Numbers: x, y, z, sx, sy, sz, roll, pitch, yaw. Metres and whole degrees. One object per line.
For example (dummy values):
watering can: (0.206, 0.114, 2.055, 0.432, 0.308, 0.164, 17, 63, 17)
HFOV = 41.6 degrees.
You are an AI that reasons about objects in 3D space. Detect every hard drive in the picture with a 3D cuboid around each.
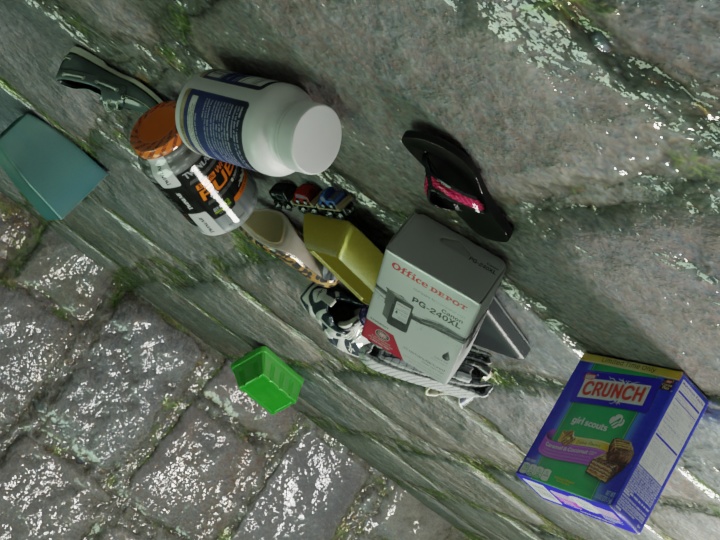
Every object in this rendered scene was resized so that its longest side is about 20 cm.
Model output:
hard drive: (0.154, 0.055, 1.397, 0.139, 0.033, 0.200, 17, 156, 44)

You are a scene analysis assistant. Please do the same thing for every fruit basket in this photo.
fruit basket: (-0.283, 0.300, 2.795, 0.216, 0.155, 0.216, 50, -159, -27)

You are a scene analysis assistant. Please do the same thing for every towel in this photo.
towel: (0.101, 0.130, 1.456, 0.200, 0.086, 0.166, 18, 171, -2)

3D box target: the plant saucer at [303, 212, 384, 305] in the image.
plant saucer: (0.000, 0.000, 1.446, 0.200, 0.048, 0.200, 44, 170, -22)

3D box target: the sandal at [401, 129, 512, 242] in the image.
sandal: (0.109, -0.084, 1.072, 0.075, 0.045, 0.200, 15, 155, 48)

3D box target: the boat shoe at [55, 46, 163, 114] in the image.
boat shoe: (-0.376, -0.267, 1.447, 0.200, 0.062, 0.073, 32, 163, 7)

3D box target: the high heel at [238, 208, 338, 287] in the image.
high heel: (-0.126, -0.032, 1.609, 0.200, 0.071, 0.143, 22, 155, 9)

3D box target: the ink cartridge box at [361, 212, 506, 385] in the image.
ink cartridge box: (0.094, 0.041, 1.271, 0.145, 0.083, 0.200, 30, 143, 13)

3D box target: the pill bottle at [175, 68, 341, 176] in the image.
pill bottle: (-0.121, -0.175, 1.138, 0.200, 0.111, 0.111, 20, 159, 39)

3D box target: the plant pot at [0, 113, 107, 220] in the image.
plant pot: (-0.671, -0.227, 2.005, 0.200, 0.141, 0.141, 50, 158, -24)

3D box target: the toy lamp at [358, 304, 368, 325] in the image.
toy lamp: (0.053, 0.073, 1.597, 0.058, 0.058, 0.200, 37, 162, -11)

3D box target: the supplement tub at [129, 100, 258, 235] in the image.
supplement tub: (-0.250, -0.153, 1.423, 0.122, 0.123, 0.200, 21, 160, 38)

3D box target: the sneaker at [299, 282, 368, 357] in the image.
sneaker: (-0.018, 0.105, 1.778, 0.199, 0.079, 0.130, 54, 165, -25)

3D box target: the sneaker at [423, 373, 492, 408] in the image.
sneaker: (0.130, 0.178, 1.687, 0.200, 0.090, 0.067, 23, 161, 34)

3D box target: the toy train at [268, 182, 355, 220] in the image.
toy train: (-0.074, -0.106, 1.385, 0.200, 0.034, 0.046, 13, 142, 52)

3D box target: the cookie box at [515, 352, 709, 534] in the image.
cookie box: (0.326, 0.218, 1.237, 0.075, 0.200, 0.171, 45, 160, -28)
